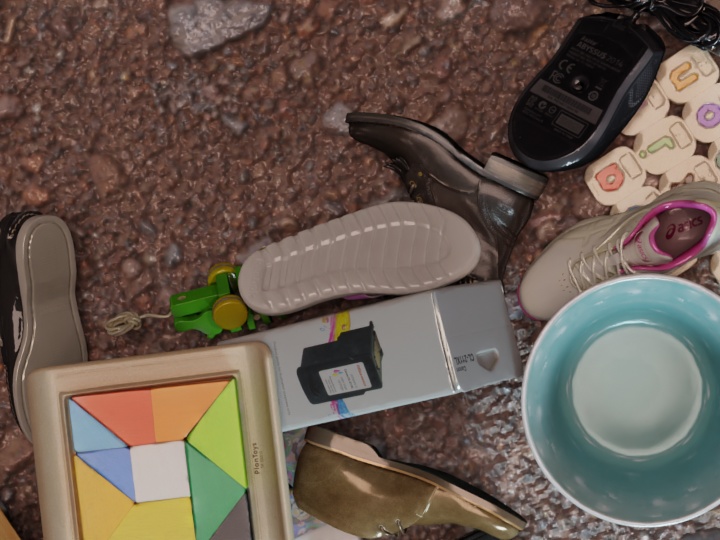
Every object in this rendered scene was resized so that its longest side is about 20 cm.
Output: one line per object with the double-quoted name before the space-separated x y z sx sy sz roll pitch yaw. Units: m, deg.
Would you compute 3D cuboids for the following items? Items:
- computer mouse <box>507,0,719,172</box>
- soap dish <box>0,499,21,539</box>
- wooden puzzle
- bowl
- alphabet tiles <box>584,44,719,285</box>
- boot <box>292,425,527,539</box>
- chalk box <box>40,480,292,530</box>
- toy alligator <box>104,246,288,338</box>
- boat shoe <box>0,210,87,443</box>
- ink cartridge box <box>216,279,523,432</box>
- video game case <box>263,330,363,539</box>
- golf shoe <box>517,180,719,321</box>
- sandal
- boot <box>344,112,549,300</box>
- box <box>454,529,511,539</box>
"computer mouse" 0.206 -0.157 1.503 0.138 0.053 0.200 38 85 32
"soap dish" -0.290 0.279 1.489 0.081 0.157 0.200 -34 85 -14
"wooden puzzle" -0.156 0.157 1.389 0.199 0.037 0.186 -7 88 4
"bowl" 0.229 0.102 1.467 0.200 0.105 0.202 0 91 3
"alphabet tiles" 0.299 -0.086 1.513 0.195 0.015 0.201 -33 85 9
"boot" 0.038 0.194 1.484 0.199 0.074 0.076 18 83 14
"chalk box" -0.175 0.177 1.470 0.199 0.125 0.124 33 90 6
"toy alligator" -0.117 0.033 1.532 0.199 0.059 0.054 -20 126 4
"boat shoe" -0.283 0.048 1.540 0.060 0.074 0.201 10 108 45
"ink cartridge box" 0.010 0.070 1.439 0.199 0.146 0.083 -15 86 26
"video game case" -0.120 0.179 1.538 0.181 0.024 0.201 -25 85 3
"golf shoe" 0.215 -0.016 1.477 0.199 0.091 0.076 -28 87 14
"sandal" -0.001 -0.007 1.482 0.201 0.050 0.083 -8 68 6
"boot" 0.052 -0.031 1.514 0.199 0.069 0.175 24 98 13
"box" 0.084 0.332 1.481 0.160 0.044 0.201 -22 85 -15
